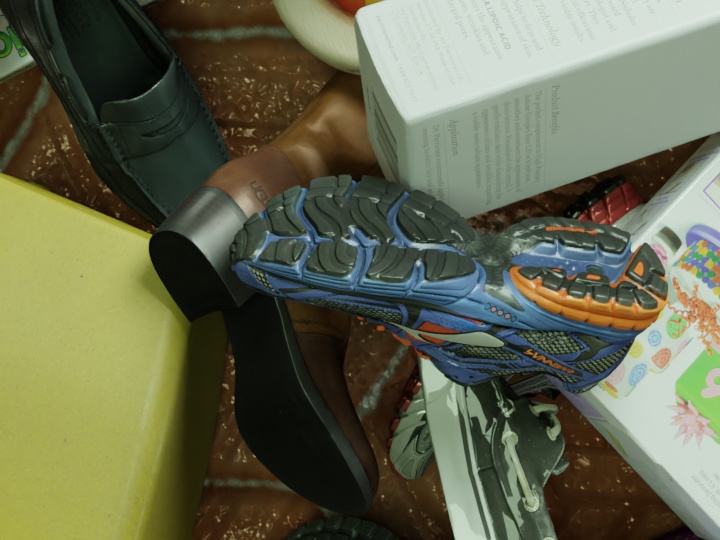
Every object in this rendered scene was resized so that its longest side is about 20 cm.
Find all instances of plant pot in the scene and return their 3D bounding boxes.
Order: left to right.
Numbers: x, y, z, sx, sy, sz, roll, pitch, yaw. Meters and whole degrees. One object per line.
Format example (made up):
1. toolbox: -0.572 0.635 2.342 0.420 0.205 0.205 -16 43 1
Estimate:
1. plant pot: -0.169 0.051 0.950 0.199 0.200 0.178 21 90 5

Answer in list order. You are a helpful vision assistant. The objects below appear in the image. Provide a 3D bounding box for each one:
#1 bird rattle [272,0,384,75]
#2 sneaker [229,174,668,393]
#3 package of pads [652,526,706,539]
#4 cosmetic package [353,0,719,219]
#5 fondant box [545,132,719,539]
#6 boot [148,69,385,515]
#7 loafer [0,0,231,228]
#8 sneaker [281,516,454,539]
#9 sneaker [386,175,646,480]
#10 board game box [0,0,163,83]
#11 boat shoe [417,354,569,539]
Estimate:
1. bird rattle: 0.012 -0.181 0.906 0.198 0.113 0.164 13 83 2
2. sneaker: 0.036 0.016 0.819 0.198 0.076 0.079 12 126 -3
3. package of pads: 0.179 0.180 0.906 0.120 0.200 0.076 -22 90 8
4. cosmetic package: 0.103 -0.099 0.847 0.199 0.102 0.074 -20 61 -7
5. fondant box: 0.199 0.017 0.910 0.144 0.058 0.200 46 80 -6
6. boot: 0.000 0.000 0.930 0.068 0.200 0.189 -18 110 48
7. loafer: -0.121 -0.091 0.948 0.068 0.070 0.201 -42 116 -17
8. sneaker: 0.030 0.190 0.987 0.199 0.085 0.078 2 57 26
9. sneaker: 0.091 0.045 0.960 0.200 0.078 0.082 -44 92 12
10. board game box: -0.205 -0.172 0.992 0.199 0.035 0.127 -25 95 11
11. boat shoe: 0.070 0.090 0.894 0.063 0.071 0.202 -12 95 6
